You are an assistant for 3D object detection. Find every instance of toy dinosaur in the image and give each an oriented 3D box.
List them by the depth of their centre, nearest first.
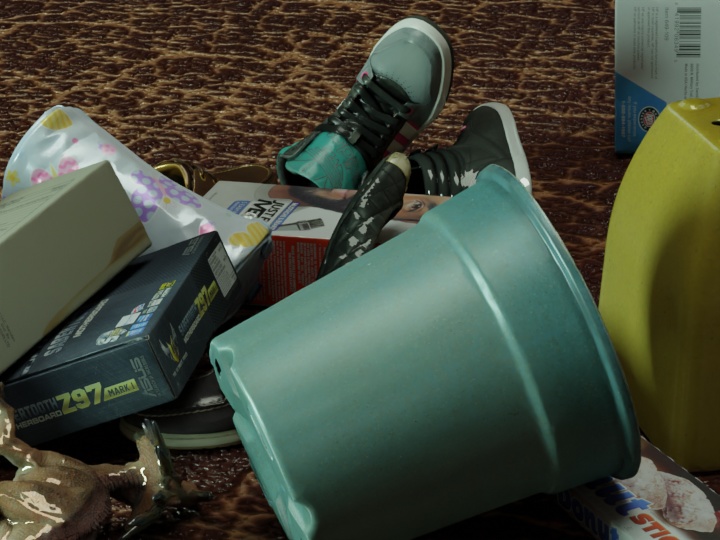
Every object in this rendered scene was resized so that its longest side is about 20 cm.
[{"bbox_3d":[-0.172,0.140,1.373,0.135,0.086,0.200,10,29,14],"label":"toy dinosaur"}]

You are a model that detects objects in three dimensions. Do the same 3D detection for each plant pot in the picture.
[{"bbox_3d":[0.029,0.068,1.371,0.196,0.201,0.200,-23,25,-10],"label":"plant pot"},{"bbox_3d":[0.269,-0.007,1.537,0.195,0.200,0.194,-5,21,-10],"label":"plant pot"}]

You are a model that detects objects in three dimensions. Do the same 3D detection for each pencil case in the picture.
[{"bbox_3d":[-0.162,-0.039,1.719,0.200,0.091,0.083,31,3,9],"label":"pencil case"}]

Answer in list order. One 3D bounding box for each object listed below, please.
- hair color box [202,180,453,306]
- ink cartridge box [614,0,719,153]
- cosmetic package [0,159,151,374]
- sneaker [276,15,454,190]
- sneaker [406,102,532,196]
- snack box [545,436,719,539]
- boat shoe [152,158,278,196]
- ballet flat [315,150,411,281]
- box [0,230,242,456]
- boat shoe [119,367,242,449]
[{"bbox_3d":[-0.032,-0.018,1.787,0.200,0.064,0.111,5,22,16],"label":"hair color box"},{"bbox_3d":[0.325,-0.191,2.082,0.200,0.147,0.146,1,20,7],"label":"ink cartridge box"},{"bbox_3d":[-0.238,0.008,1.575,0.105,0.071,0.200,-16,17,37],"label":"cosmetic package"},{"bbox_3d":[-0.004,-0.107,1.883,0.084,0.200,0.121,36,43,5],"label":"sneaker"},{"bbox_3d":[0.078,-0.090,1.948,0.099,0.071,0.200,0,25,-7],"label":"sneaker"},{"bbox_3d":[0.170,0.141,1.401,0.072,0.024,0.200,-13,23,-20],"label":"snack box"},{"bbox_3d":[-0.137,-0.055,1.888,0.072,0.068,0.200,15,27,38],"label":"boat shoe"},{"bbox_3d":[0.000,0.000,1.667,0.057,0.066,0.200,23,58,-1],"label":"ballet flat"},{"bbox_3d":[-0.177,0.049,1.582,0.157,0.051,0.200,-19,16,17],"label":"box"},{"bbox_3d":[-0.061,0.070,1.556,0.200,0.065,0.072,-7,24,-10],"label":"boat shoe"}]
